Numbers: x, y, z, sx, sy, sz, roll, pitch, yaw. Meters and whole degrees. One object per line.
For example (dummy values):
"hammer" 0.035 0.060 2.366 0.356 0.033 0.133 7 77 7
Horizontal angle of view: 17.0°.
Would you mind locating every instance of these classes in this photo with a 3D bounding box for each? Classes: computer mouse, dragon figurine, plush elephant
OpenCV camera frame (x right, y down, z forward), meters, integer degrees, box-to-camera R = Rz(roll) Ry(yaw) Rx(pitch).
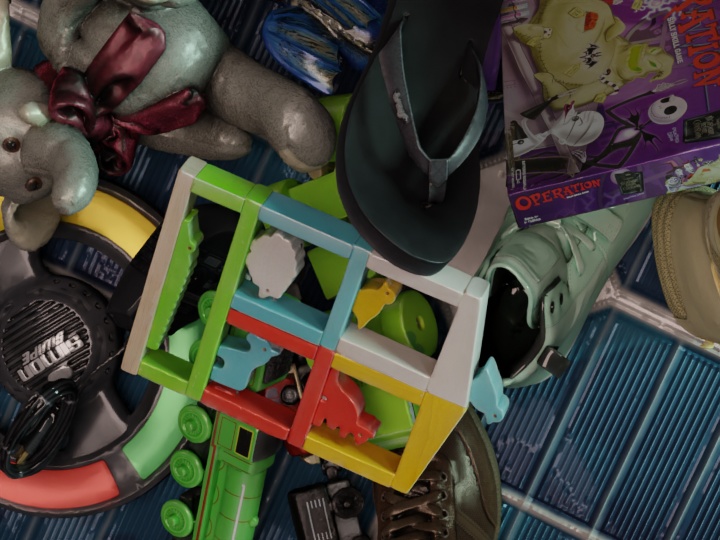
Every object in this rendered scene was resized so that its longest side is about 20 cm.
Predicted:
"computer mouse" -0.138 0.036 1.333 0.200 0.059 0.034 -46 60 8
"dragon figurine" -0.014 -0.132 1.288 0.200 0.099 0.059 40 112 19
"plush elephant" -0.147 -0.091 1.284 0.155 0.165 0.200 -50 41 -12

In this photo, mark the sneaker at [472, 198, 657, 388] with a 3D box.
"sneaker" 0.110 -0.026 1.269 0.074 0.118 0.201 22 99 10

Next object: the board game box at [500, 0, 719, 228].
"board game box" 0.131 -0.109 1.234 0.120 0.200 0.032 -10 132 10

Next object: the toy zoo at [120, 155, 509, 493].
"toy zoo" -0.017 0.035 1.249 0.200 0.020 0.131 24 122 6

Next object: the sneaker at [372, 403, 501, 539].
"sneaker" 0.041 0.157 1.320 0.070 0.076 0.201 -6 93 13

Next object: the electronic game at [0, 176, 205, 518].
"electronic game" -0.175 0.042 1.378 0.199 0.042 0.201 1 94 12

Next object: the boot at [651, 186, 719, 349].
"boot" 0.224 0.040 1.235 0.073 0.155 0.200 -35 97 -8

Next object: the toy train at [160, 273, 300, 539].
"toy train" -0.072 0.095 1.331 0.056 0.042 0.201 24 117 26

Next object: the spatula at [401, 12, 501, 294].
"spatula" 0.037 -0.053 1.334 0.056 0.021 0.201 14 98 18

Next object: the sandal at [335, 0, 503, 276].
"sandal" 0.035 -0.095 1.224 0.076 0.043 0.201 16 66 -18

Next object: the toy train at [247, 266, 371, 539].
"toy train" -0.035 0.076 1.348 0.046 0.034 0.201 -14 90 -4

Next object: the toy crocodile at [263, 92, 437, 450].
"toy crocodile" 0.000 0.000 1.317 0.067 0.062 0.201 -20 83 30
